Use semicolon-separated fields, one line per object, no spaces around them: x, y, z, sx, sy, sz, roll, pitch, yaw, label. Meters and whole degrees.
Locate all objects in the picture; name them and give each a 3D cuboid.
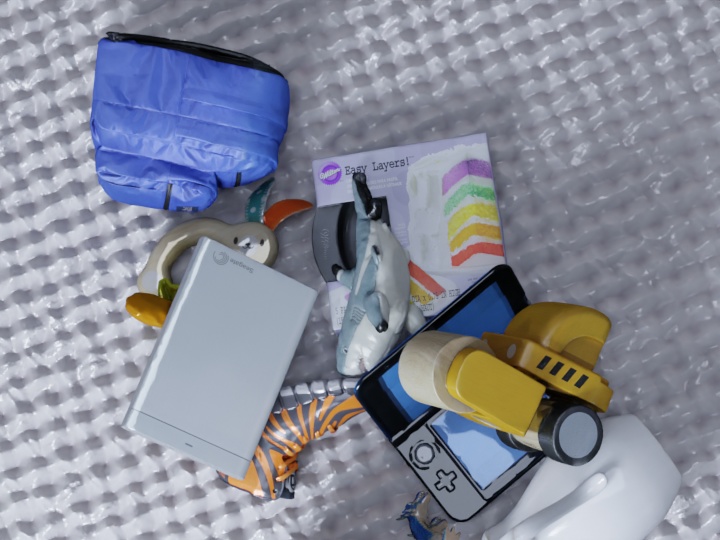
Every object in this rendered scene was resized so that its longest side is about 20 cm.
0.149;0.085;1.494;0.199;0.123;0.147;27;81;-22;toy road roller
0.208;0.227;1.514;0.199;0.172;0.122;-37;74;-2;pitcher
0.049;-0.037;1.636;0.197;0.052;0.187;-7;78;4;cake pan box
0.000;0.000;1.578;0.083;0.090;0.203;-15;83;33;shark plush
0.119;0.125;1.564;0.199;0.118;0.171;-39;81;-2;game console
-0.136;0.086;1.548;0.131;0.027;0.202;26;76;-17;hard drive
-0.174;-0.145;1.622;0.197;0.162;0.170;6;89;-7;backpack
0.057;0.305;1.526;0.059;0.099;0.202;35;56;-21;dragon figurine
-0.058;0.172;1.602;0.197;0.078;0.114;-12;84;12;sneaker
-0.147;-0.025;1.608;0.199;0.143;0.131;-37;60;4;rattle
